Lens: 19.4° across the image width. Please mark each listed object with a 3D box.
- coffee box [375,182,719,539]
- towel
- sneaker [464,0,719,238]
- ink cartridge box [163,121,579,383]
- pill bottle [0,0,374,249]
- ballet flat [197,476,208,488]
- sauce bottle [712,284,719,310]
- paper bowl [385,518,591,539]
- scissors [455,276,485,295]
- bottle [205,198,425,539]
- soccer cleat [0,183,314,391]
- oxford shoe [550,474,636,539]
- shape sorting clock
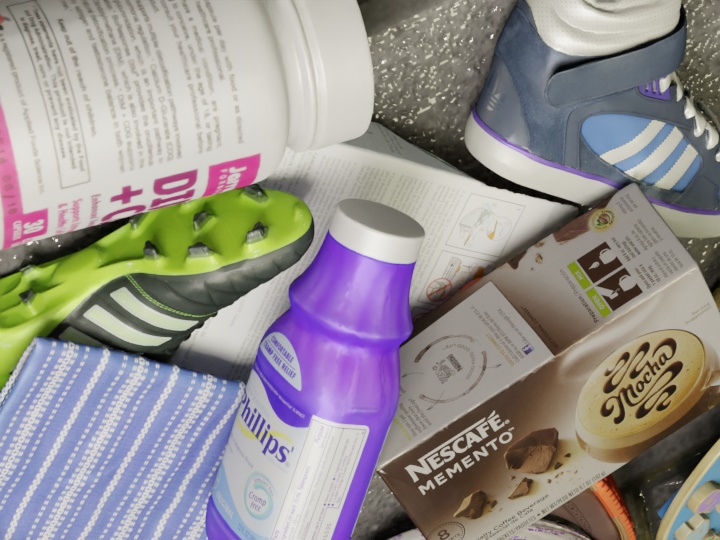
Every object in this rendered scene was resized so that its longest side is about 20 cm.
[{"bbox_3d":[0.097,0.060,1.142,0.199,0.080,0.113,-32,135,1],"label":"coffee box"},{"bbox_3d":[-0.116,0.114,1.107,0.199,0.024,0.145,16,112,-38],"label":"towel"},{"bbox_3d":[0.165,-0.105,1.147,0.199,0.081,0.147,12,121,-27],"label":"sneaker"},{"bbox_3d":[0.000,0.000,1.157,0.199,0.050,0.163,11,117,-33],"label":"ink cartridge box"},{"bbox_3d":[-0.102,-0.086,1.001,0.199,0.113,0.114,-16,129,-17],"label":"pill bottle"},{"bbox_3d":[-0.154,0.108,1.150,0.199,0.076,0.064,-3,158,-20],"label":"ballet flat"},{"bbox_3d":[0.278,-0.010,1.286,0.065,0.065,0.200,28,109,-39],"label":"sauce bottle"},{"bbox_3d":[0.072,0.250,1.306,0.199,0.105,0.201,-7,140,-6],"label":"paper bowl"},{"bbox_3d":[0.112,0.052,1.211,0.199,0.014,0.073,18,112,-38],"label":"scissors"},{"bbox_3d":[-0.020,0.063,1.067,0.065,0.084,0.201,6,113,-33],"label":"bottle"},{"bbox_3d":[-0.109,0.014,1.082,0.199,0.068,0.081,-19,131,14],"label":"soccer cleat"},{"bbox_3d":[0.101,0.115,1.288,0.072,0.071,0.200,-36,123,10],"label":"oxford shoe"},{"bbox_3d":[0.268,0.118,1.356,0.200,0.039,0.200,-37,157,-19],"label":"shape sorting clock"}]
